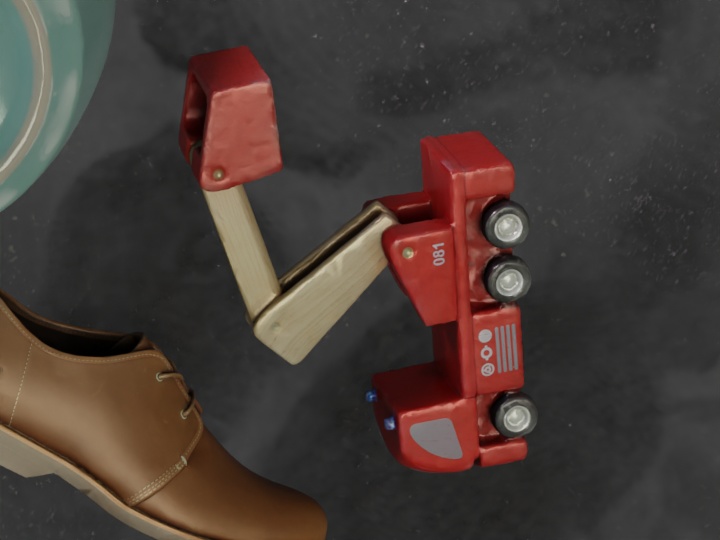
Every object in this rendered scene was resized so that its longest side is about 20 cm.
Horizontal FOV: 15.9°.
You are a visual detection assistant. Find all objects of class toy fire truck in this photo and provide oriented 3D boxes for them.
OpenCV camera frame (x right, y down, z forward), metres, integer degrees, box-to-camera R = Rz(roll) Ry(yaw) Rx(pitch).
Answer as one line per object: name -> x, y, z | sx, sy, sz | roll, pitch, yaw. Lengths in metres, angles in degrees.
toy fire truck -> 0.000, 0.000, 1.105 | 0.140, 0.049, 0.201 | -10, 114, -13

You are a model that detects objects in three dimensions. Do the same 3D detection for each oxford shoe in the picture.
oxford shoe -> -0.089, 0.069, 1.096 | 0.199, 0.071, 0.072 | 29, 95, -23

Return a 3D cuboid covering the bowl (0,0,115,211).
bowl -> -0.182, -0.090, 0.983 | 0.199, 0.105, 0.202 | -6, 111, -15
